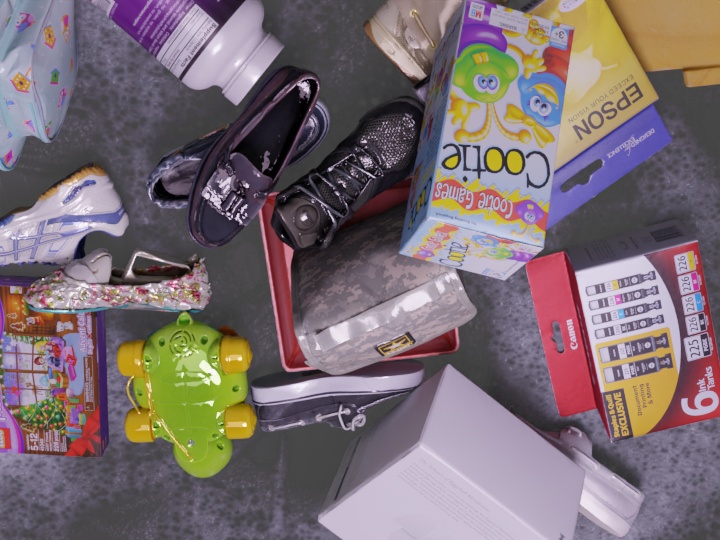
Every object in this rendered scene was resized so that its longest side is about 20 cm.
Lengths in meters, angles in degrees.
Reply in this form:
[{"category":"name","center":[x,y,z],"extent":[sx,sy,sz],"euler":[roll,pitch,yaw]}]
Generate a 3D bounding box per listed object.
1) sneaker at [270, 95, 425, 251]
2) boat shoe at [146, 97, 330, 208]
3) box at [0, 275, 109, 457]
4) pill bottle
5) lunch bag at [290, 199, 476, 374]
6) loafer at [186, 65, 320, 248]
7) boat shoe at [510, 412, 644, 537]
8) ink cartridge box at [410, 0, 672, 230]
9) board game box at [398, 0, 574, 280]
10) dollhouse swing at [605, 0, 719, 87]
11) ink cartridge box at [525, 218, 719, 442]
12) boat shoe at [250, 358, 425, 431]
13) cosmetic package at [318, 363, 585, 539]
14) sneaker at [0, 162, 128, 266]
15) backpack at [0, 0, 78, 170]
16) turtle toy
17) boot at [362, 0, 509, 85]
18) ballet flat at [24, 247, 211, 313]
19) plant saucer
[{"category":"sneaker","center":[-0.013,-0.083,1.039],"extent":[0.198,0.115,0.076],"euler":[-34,104,30]},{"category":"boat shoe","center":[-0.123,-0.115,1.107],"extent":[0.198,0.091,0.072],"euler":[-23,106,8]},{"category":"box","center":[-0.353,0.108,1.210],"extent":[0.134,0.039,0.203],"euler":[3,108,1]},{"category":"pill bottle","center":[-0.172,-0.257,1.053],"extent":[0.199,0.113,0.113],"euler":[40,104,-11]},{"category":"lunch bag","center":[0.020,0.021,1.053],"extent":[0.162,0.200,0.119],"euler":[-23,105,7]},{"category":"loafer","center":[-0.103,-0.112,1.049],"extent":[0.071,0.063,0.202],"euler":[33,82,-24]},{"category":"boat shoe","center":[0.237,0.215,1.220],"extent":[0.199,0.072,0.069],"euler":[39,78,0]},{"category":"ink cartridge box","center":[0.182,-0.149,1.049],"extent":[0.196,0.047,0.201],"euler":[-35,104,5]},{"category":"board game box","center":[0.108,-0.111,0.933],"extent":[0.101,0.105,0.203],"euler":[14,73,-8]},{"category":"dollhouse swing","center":[0.324,-0.297,1.046],"extent":[0.180,0.175,0.203],"euler":[-26,110,-22]},{"category":"ink cartridge box","center":[0.283,0.070,1.161],"extent":[0.173,0.084,0.203],"euler":[-15,107,6]},{"category":"boat shoe","center":[-0.022,0.142,1.194],"extent":[0.196,0.074,0.069],"euler":[-10,103,4]},{"category":"cosmetic package","center":[0.098,0.240,1.162],"extent":[0.198,0.124,0.200],"euler":[38,134,-10]},{"category":"sneaker","center":[-0.339,-0.030,1.148],"extent":[0.198,0.075,0.089],"euler":[-28,106,11]},{"category":"backpack","center":[-0.350,-0.198,1.033],"extent":[0.151,0.178,0.201],"euler":[13,147,-11]},{"category":"turtle toy","center":[-0.181,0.138,1.183],"extent":[0.143,0.101,0.203],"euler":[-2,108,2]},{"category":"boot","center":[0.121,-0.230,1.079],"extent":[0.200,0.073,0.156],"euler":[42,103,-8]},{"category":"ballet flat","center":[-0.251,0.007,1.140],"extent":[0.197,0.076,0.065],"euler":[0,111,-27]},{"category":"plant saucer","center":[0.000,0.000,1.170],"extent":[0.196,0.037,0.203],"euler":[-7,106,3]}]
